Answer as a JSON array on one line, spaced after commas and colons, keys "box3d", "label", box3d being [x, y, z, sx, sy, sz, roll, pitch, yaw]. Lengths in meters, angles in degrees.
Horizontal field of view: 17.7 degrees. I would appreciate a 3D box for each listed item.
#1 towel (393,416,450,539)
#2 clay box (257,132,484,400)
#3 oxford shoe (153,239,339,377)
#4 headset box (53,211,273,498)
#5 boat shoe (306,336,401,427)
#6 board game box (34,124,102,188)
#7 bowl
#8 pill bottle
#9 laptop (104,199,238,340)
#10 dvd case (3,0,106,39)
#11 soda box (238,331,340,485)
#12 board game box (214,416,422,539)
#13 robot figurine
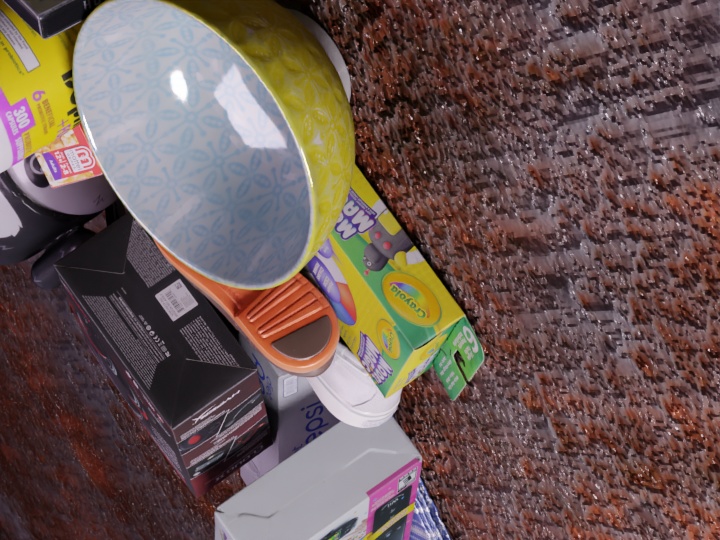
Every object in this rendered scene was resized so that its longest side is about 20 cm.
[{"box3d": [0.029, 0.178, 1.771, 0.201, 0.024, 0.145, 65, 161, -15], "label": "towel"}, {"box3d": [0.000, 0.000, 1.513, 0.201, 0.047, 0.115, 55, 162, 11], "label": "clay box"}, {"box3d": [-0.090, -0.005, 1.560, 0.200, 0.071, 0.073, 53, 170, 13], "label": "oxford shoe"}, {"box3d": [-0.135, 0.065, 1.642, 0.149, 0.075, 0.200, 53, 169, 17], "label": "headset box"}, {"box3d": [-0.038, 0.018, 1.616, 0.200, 0.072, 0.069, 55, 140, 25], "label": "boat shoe"}, {"box3d": [-0.214, -0.182, 1.608, 0.046, 0.152, 0.201, -13, 116, 23], "label": "board game box"}, {"box3d": [-0.069, -0.101, 1.408, 0.199, 0.108, 0.201, 29, 139, 28], "label": "bowl"}, {"box3d": [-0.185, -0.152, 1.491, 0.104, 0.199, 0.105, 46, 159, 25], "label": "pill bottle"}, {"box3d": [-0.129, 0.016, 1.825, 0.188, 0.115, 0.201, 82, 177, -50], "label": "laptop"}, {"box3d": [-0.191, -0.233, 1.455, 0.200, 0.150, 0.025, 43, 153, 34], "label": "dvd case"}, {"box3d": [-0.050, 0.108, 1.736, 0.068, 0.063, 0.201, 54, 156, 34], "label": "soda box"}, {"box3d": [-0.033, 0.194, 1.689, 0.064, 0.147, 0.200, 51, 161, 19], "label": "board game box"}, {"box3d": [-0.256, -0.078, 1.752, 0.150, 0.125, 0.199, 39, 138, -24], "label": "robot figurine"}]
